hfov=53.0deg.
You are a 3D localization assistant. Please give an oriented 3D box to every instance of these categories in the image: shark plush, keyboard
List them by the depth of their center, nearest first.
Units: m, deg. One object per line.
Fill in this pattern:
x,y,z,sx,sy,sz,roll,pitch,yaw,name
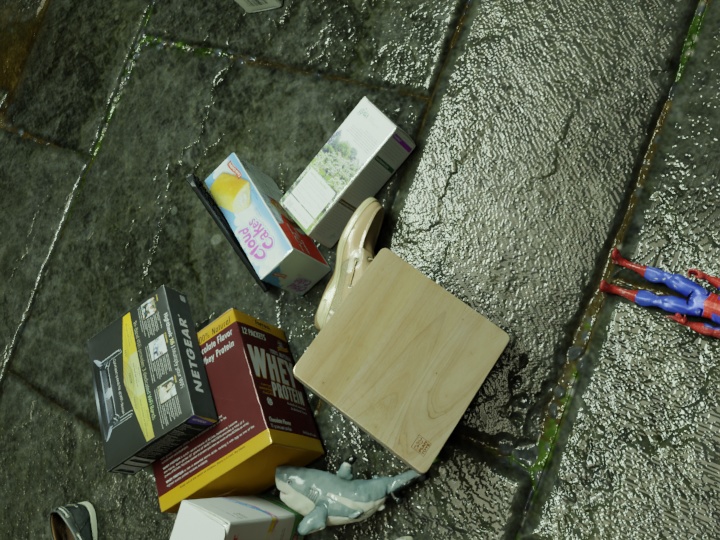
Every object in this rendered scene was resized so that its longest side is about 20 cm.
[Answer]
-0.015,0.283,0.938,0.196,0.091,0.086,-14,82,20,shark plush
-0.198,-0.059,1.087,0.020,0.202,0.127,-34,21,-9,keyboard

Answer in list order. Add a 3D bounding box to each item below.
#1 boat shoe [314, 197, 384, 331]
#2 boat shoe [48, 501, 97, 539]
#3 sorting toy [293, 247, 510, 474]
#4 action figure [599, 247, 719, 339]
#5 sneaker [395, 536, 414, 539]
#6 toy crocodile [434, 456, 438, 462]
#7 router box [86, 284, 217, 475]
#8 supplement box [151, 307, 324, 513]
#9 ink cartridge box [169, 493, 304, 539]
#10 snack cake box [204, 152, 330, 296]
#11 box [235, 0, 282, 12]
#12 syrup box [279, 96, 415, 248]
0.000,0.000,1.021,0.063,0.071,0.204,22,96,24,boat shoe
-0.449,0.471,1.138,0.071,0.067,0.204,-26,68,17,boat shoe
0.050,0.114,0.904,0.197,0.070,0.201,34,71,11,sorting toy
0.376,0.033,0.823,0.197,0.052,0.067,22,84,28,action figure
0.099,0.386,0.859,0.197,0.081,0.090,21,83,25,sneaker
0.052,0.160,0.952,0.066,0.061,0.204,-25,68,20,toy crocodile
-0.289,0.148,0.985,0.155,0.052,0.203,-32,59,17,router box
-0.187,0.203,1.018,0.195,0.132,0.203,-33,59,16,supplement box
-0.163,0.376,0.932,0.082,0.199,0.148,14,83,29,ink cartridge box
-0.139,-0.068,1.080,0.067,0.115,0.202,-39,62,10,snack cake box
-0.169,-0.558,1.247,0.080,0.068,0.205,2,78,27,box
-0.019,-0.141,1.054,0.201,0.081,0.079,-49,63,8,syrup box
